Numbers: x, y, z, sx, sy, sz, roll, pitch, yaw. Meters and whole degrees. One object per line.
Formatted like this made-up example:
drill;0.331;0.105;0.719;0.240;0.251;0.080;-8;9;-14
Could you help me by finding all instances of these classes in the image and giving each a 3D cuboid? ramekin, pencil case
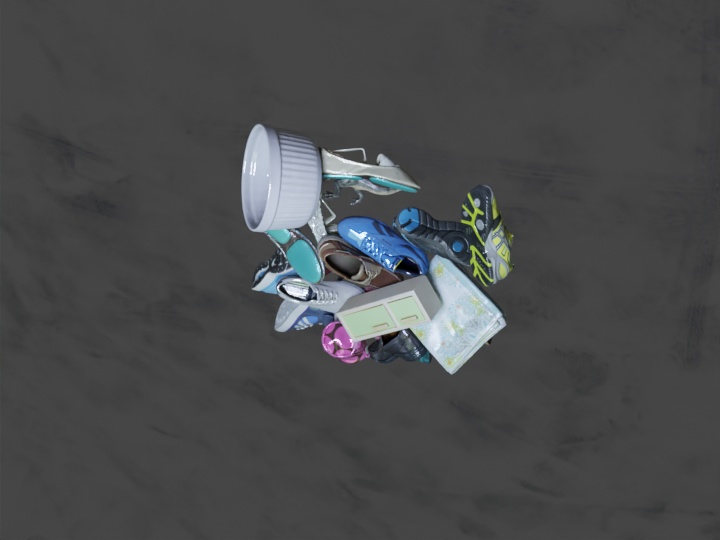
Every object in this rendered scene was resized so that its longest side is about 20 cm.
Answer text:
ramekin;-0.147;-0.170;1.469;0.105;0.200;0.200;1;146;-24
pencil case;-0.030;0.164;1.771;0.094;0.091;0.200;27;175;11

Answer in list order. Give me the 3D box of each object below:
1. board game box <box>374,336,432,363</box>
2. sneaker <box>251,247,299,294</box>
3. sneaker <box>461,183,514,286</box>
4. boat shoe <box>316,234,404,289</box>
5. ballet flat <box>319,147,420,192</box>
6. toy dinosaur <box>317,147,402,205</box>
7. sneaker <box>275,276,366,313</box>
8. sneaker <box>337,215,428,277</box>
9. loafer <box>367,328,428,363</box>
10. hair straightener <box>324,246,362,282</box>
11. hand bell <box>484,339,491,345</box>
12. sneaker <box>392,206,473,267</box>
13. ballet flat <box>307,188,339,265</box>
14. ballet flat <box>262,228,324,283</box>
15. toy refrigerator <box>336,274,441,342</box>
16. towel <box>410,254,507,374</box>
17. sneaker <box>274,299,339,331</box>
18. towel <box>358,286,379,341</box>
board game box;0.095;0.128;1.789;0.135;0.028;0.200;11;138;16
sneaker;-0.160;-0.001;1.761;0.090;0.078;0.200;25;147;-30
sneaker;0.244;-0.073;1.482;0.075;0.076;0.200;29;136;50
boat shoe;0.000;0.000;1.600;0.200;0.072;0.076;24;117;-18
ballet flat;0.016;-0.192;1.457;0.200;0.070;0.070;9;138;-1
toy dinosaur;-0.021;-0.168;1.523;0.200;0.047;0.088;24;133;-4
sneaker;-0.085;0.055;1.672;0.200;0.071;0.073;6;98;2
sneaker;0.045;-0.045;1.564;0.200;0.078;0.066;25;122;-6
loafer;0.071;0.154;1.709;0.072;0.073;0.200;51;148;-14
hair straightener;0.005;-0.026;1.671;0.077;0.041;0.200;34;134;-19
hand bell;0.170;0.107;1.651;0.200;0.104;0.104;-3;133;17
sneaker;0.156;-0.065;1.542;0.200;0.073;0.082;28;167;-8
ballet flat;-0.076;-0.091;1.618;0.072;0.072;0.200;1;136;25
ballet flat;-0.138;-0.060;1.651;0.200;0.074;0.074;52;136;-2
toy refrigerator;0.054;0.080;1.581;0.200;0.070;0.076;-18;110;36
towel;0.177;0.084;1.585;0.171;0.048;0.200;-48;69;21
sneaker;-0.099;0.107;1.810;0.146;0.081;0.200;20;146;-21
towel;0.074;0.108;1.738;0.144;0.022;0.200;-4;131;31
